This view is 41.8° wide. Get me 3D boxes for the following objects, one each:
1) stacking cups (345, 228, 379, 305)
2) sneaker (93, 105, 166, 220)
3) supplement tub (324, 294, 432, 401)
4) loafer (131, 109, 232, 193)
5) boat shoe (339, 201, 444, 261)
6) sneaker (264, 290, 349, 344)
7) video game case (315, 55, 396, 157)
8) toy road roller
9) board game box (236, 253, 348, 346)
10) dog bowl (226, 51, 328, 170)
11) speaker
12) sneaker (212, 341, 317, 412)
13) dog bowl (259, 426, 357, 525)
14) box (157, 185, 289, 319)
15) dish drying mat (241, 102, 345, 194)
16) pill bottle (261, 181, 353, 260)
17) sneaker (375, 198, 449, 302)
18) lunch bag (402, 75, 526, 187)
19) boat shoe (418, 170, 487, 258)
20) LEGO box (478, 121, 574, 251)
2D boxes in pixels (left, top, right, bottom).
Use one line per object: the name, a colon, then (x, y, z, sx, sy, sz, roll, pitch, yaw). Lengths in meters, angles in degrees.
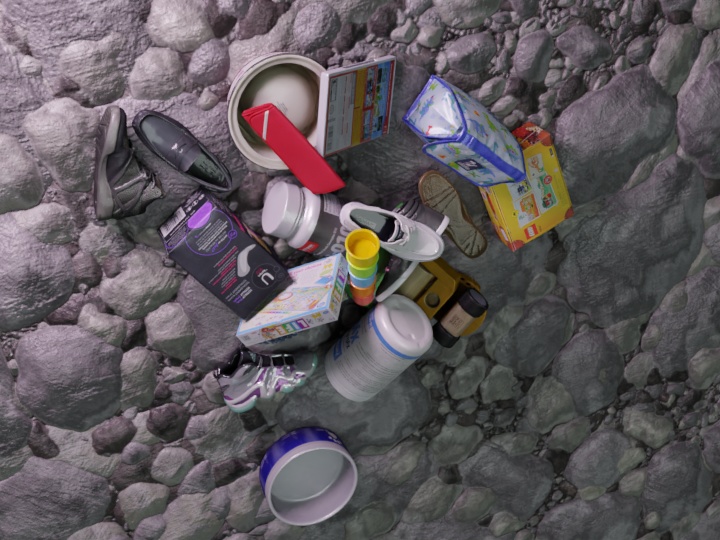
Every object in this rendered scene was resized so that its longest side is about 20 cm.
stacking cups: (0.000, 0.000, 1.677, 0.060, 0.061, 0.200, -20, 156, -12)
sneaker: (-0.377, -0.176, 1.547, 0.113, 0.076, 0.201, -4, 120, -24)
supplement tub: (0.034, 0.150, 1.820, 0.131, 0.133, 0.200, 21, 132, -30)
loafer: (-0.291, -0.197, 1.570, 0.200, 0.070, 0.068, 38, 87, -34)
boat shoe: (0.058, -0.063, 1.647, 0.198, 0.065, 0.074, 16, 92, -12)
sneaker: (-0.124, 0.071, 1.786, 0.199, 0.086, 0.077, -28, 167, -9)
video game case: (-0.006, -0.284, 1.620, 0.199, 0.017, 0.144, -28, 131, -48)
toy road roller: (0.162, 0.045, 1.880, 0.200, 0.146, 0.123, 41, 113, 2)
board game box: (-0.121, 0.052, 1.687, 0.199, 0.135, 0.034, -17, 130, 28)
dog bowl: (-0.137, -0.277, 1.597, 0.198, 0.074, 0.202, -11, 120, -18)
speaker: (0.051, -0.027, 1.802, 0.088, 0.089, 0.201, 29, 102, -32)
sneaker: (-0.188, 0.178, 1.811, 0.199, 0.078, 0.141, -29, 124, -8)
dog bowl: (-0.110, 0.432, 1.979, 0.198, 0.079, 0.202, -10, 119, -18)
box: (-0.241, -0.031, 1.660, 0.122, 0.106, 0.200, -43, 124, 2)
dish drying mat: (-0.110, -0.198, 1.568, 0.200, 0.076, 0.018, 48, 48, -34)
pill bottle: (-0.070, -0.084, 1.702, 0.199, 0.114, 0.115, 17, 108, -30)
sneaker: (0.066, -0.044, 1.723, 0.099, 0.071, 0.201, 37, 94, -6)
lunch bag: (0.193, -0.236, 1.685, 0.169, 0.200, 0.128, 27, 103, -33)
boat shoe: (0.169, -0.110, 1.822, 0.074, 0.066, 0.201, -35, 111, -2)
LEGO box: (0.318, -0.163, 1.850, 0.148, 0.077, 0.201, -30, 124, -6)
